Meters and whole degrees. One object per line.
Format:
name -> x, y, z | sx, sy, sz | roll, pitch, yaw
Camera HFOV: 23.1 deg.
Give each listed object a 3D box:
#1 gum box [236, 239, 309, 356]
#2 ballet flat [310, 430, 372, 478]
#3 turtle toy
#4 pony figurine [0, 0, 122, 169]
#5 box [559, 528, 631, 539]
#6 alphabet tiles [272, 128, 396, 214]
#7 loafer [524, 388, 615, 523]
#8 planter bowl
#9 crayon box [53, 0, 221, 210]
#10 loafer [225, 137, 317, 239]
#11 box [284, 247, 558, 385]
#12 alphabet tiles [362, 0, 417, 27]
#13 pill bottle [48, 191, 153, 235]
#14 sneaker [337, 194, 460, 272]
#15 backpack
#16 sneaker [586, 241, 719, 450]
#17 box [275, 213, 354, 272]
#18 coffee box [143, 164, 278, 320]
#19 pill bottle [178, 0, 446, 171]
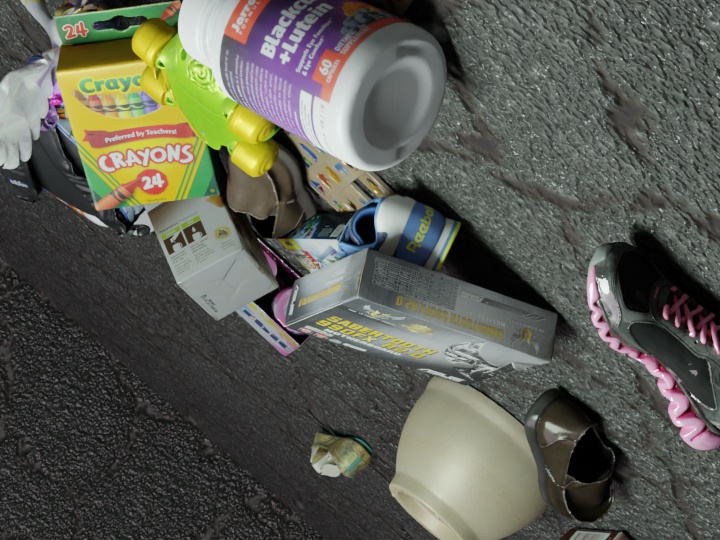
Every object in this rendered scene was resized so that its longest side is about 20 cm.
gum box -> -0.134, 0.009, 2.137 | 0.200, 0.066, 0.113 | 43, 166, -2
ballet flat -> -0.041, 0.284, 2.681 | 0.071, 0.071, 0.200 | 45, 165, -12
turtle toy -> -0.112, -0.163, 1.531 | 0.146, 0.101, 0.200 | 38, 165, 10
pony figurine -> -0.298, -0.200, 1.777 | 0.166, 0.194, 0.200 | 0, -168, -24
box -> 0.292, 0.424, 2.034 | 0.200, 0.164, 0.166 | 43, 165, -5
alphabet tiles -> -0.037, -0.105, 1.691 | 0.200, 0.008, 0.167 | 44, 165, -5
loafer -> 0.219, 0.201, 1.767 | 0.071, 0.073, 0.200 | 32, 162, 39
planter bowl -> 0.118, 0.235, 2.006 | 0.200, 0.135, 0.200 | 38, 164, 13
crayon box -> -0.212, -0.154, 1.675 | 0.051, 0.126, 0.201 | -92, -8, -50
loafer -> -0.098, -0.084, 1.747 | 0.073, 0.071, 0.200 | 37, 170, 29
box -> 0.054, 0.046, 1.590 | 0.199, 0.049, 0.158 | 19, 162, -23
alphabet tiles -> -0.020, -0.208, 1.354 | 0.166, 0.006, 0.200 | 42, 165, -2
pill bottle -> -0.321, -0.122, 2.155 | 0.200, 0.112, 0.112 | 31, 162, 35
sneaker -> 0.016, -0.026, 1.612 | 0.082, 0.074, 0.200 | 28, 157, -17
backpack -> -0.317, -0.153, 1.987 | 0.199, 0.154, 0.191 | 18, 158, 30
sneaker -> 0.249, 0.049, 1.311 | 0.095, 0.079, 0.200 | -15, 125, 47
box -> 0.000, 0.000, 1.813 | 0.137, 0.038, 0.200 | 44, 167, -16
coffee box -> -0.171, -0.064, 1.824 | 0.200, 0.080, 0.114 | 64, -175, 26
pill bottle -> -0.042, -0.161, 1.315 | 0.200, 0.111, 0.112 | 30, 161, 36
